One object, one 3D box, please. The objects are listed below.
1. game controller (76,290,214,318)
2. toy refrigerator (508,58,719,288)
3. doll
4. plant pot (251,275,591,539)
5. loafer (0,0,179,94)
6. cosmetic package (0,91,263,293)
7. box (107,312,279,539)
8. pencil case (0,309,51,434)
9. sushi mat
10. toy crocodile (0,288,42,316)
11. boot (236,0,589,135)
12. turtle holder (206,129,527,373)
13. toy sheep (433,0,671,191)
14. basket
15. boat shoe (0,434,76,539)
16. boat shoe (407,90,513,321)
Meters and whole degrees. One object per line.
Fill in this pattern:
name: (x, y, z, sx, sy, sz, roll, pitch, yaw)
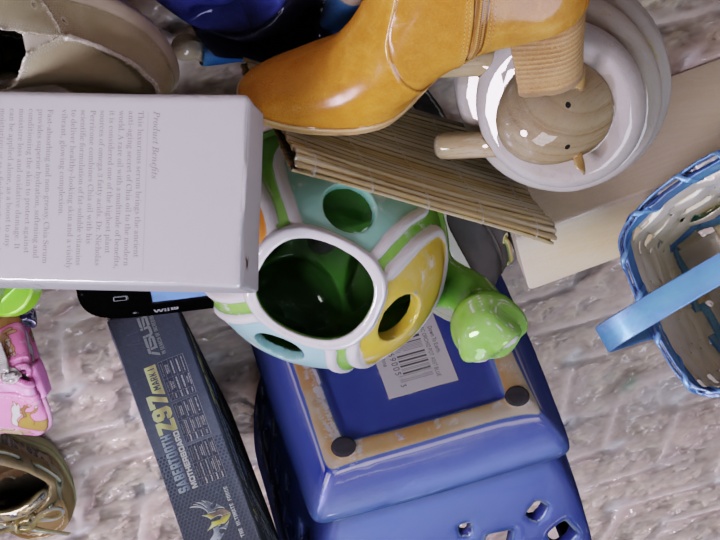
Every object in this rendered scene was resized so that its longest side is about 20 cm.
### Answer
game controller: (-0.077, -0.008, 1.811, 0.199, 0.042, 0.105, -6, 144, -2)
toy refrigerator: (0.184, -0.065, 1.854, 0.199, 0.076, 0.070, -20, 147, 0)
doll: (-0.055, -0.148, 1.630, 0.136, 0.049, 0.200, -15, 154, 29)
plant pot: (0.034, 0.110, 1.929, 0.199, 0.201, 0.180, -15, 139, -6)
loafer: (-0.179, -0.122, 1.574, 0.075, 0.069, 0.200, -8, 154, 43)
cosmetic package: (-0.154, -0.041, 1.560, 0.199, 0.102, 0.071, 2, 176, 5)
box: (-0.095, 0.136, 1.884, 0.051, 0.201, 0.158, -22, 147, -1)
pencil case: (-0.290, 0.076, 1.793, 0.199, 0.083, 0.087, -9, 137, -14)
sushi mat: (0.024, -0.068, 1.677, 0.199, 0.096, 0.012, 14, 123, -38)
toy crocodile: (-0.185, -0.027, 1.645, 0.200, 0.062, 0.067, -39, 169, 16)
boot: (0.021, -0.148, 1.559, 0.200, 0.071, 0.144, -6, 136, 7)
turtle holder: (-0.010, 0.004, 1.700, 0.141, 0.132, 0.186, -38, 103, 12)
toy sheep: (0.113, -0.110, 1.691, 0.137, 0.200, 0.139, 5, 114, 10)
basket: (0.232, -0.004, 1.752, 0.176, 0.140, 0.200, -29, 176, 14)
boat shoe: (-0.241, 0.138, 1.936, 0.073, 0.063, 0.200, -27, 147, 9)
boat shoe: (0.045, -0.054, 1.813, 0.061, 0.071, 0.202, -50, 143, -26)
